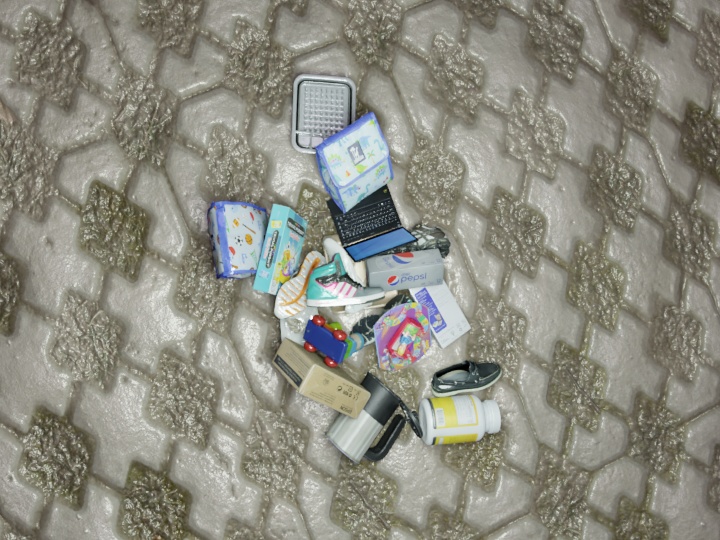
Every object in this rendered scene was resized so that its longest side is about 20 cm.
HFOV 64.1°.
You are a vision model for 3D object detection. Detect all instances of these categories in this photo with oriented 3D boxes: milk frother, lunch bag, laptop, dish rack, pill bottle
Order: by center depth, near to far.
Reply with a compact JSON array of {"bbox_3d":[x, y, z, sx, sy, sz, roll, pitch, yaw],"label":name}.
[{"bbox_3d":[-0.296,-0.069,1.374,0.119,0.200,0.177,-9,88,8],"label":"lunch bag"},{"bbox_3d":[0.038,0.384,1.398,0.179,0.200,0.190,39,83,-7],"label":"milk frother"},{"bbox_3d":[-0.017,-0.272,1.420,0.167,0.202,0.128,-34,55,-10],"label":"lunch bag"},{"bbox_3d":[0.027,-0.127,1.455,0.172,0.104,0.206,-18,78,-11],"label":"laptop"},{"bbox_3d":[0.253,0.380,1.469,0.192,0.112,0.117,-2,87,-8],"label":"pill bottle"},{"bbox_3d":[-0.096,-0.402,1.505,0.165,0.044,0.209,2,86,-7],"label":"dish rack"}]

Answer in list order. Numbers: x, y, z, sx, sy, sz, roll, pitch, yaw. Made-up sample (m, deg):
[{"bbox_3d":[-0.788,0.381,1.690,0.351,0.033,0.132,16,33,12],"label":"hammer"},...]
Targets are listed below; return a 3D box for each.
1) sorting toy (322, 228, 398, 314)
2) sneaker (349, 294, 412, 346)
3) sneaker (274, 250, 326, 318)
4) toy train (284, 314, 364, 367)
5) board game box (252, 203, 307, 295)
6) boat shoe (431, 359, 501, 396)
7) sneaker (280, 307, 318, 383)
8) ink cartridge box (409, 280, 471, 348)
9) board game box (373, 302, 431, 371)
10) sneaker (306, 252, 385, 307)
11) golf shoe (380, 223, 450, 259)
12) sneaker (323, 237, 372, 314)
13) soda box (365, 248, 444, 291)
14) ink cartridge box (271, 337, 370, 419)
[{"bbox_3d":[0.000,0.000,1.501,0.178,0.036,0.208,-8,83,-8],"label":"sorting toy"},{"bbox_3d":[0.061,0.153,1.476,0.196,0.079,0.087,-32,131,9],"label":"sneaker"},{"bbox_3d":[-0.151,0.045,1.420,0.078,0.077,0.202,41,54,-7],"label":"sneaker"},{"bbox_3d":[-0.089,0.146,1.397,0.197,0.114,0.087,30,108,29],"label":"toy train"},{"bbox_3d":[-0.193,-0.041,1.413,0.045,0.151,0.208,12,85,13],"label":"board game box"},{"bbox_3d":[0.275,0.266,1.493,0.192,0.075,0.068,-12,124,-1],"label":"boat shoe"},{"bbox_3d":[-0.142,0.177,1.449,0.111,0.074,0.209,-4,86,-5],"label":"sneaker"},{"bbox_3d":[0.201,0.092,1.517,0.098,0.039,0.204,-30,92,-8],"label":"ink cartridge box"},{"bbox_3d":[0.116,0.178,1.444,0.153,0.039,0.206,-19,125,-14],"label":"board game box"},{"bbox_3d":[-0.037,0.019,1.375,0.192,0.083,0.126,-3,92,-14],"label":"sneaker"},{"bbox_3d":[0.136,-0.071,1.502,0.192,0.079,0.097,-3,51,-16],"label":"golf shoe"},{"bbox_3d":[-0.047,0.014,1.440,0.079,0.070,0.205,-29,87,-7],"label":"sneaker"},{"bbox_3d":[0.111,0.001,1.448,0.192,0.064,0.070,-7,130,-6],"label":"soda box"},{"bbox_3d":[-0.094,0.256,1.367,0.198,0.163,0.077,34,85,-36],"label":"ink cartridge box"}]
